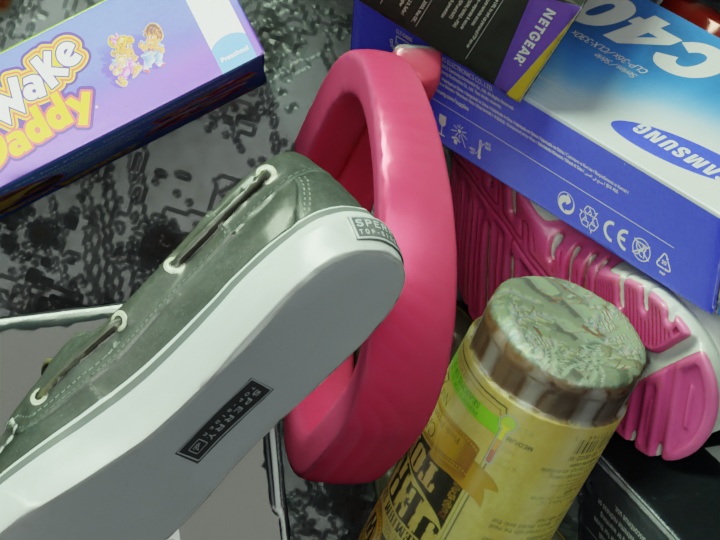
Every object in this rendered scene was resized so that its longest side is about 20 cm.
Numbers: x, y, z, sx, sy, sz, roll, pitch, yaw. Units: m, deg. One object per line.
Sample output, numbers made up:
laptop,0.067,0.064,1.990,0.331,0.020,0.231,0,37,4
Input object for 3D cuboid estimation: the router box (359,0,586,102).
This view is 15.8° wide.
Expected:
router box,0.034,-0.170,0.976,0.157,0.200,0.052,32,130,-2

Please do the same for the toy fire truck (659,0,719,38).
toy fire truck,0.200,-0.098,0.985,0.200,0.168,0.112,35,88,-1

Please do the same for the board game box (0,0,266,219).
board game box,-0.134,-0.052,0.992,0.199,0.134,0.045,-27,91,-2

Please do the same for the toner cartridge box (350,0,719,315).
toner cartridge box,0.094,-0.060,0.968,0.095,0.200,0.043,-24,133,-34

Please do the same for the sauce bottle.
sauce bottle,0.036,0.095,0.952,0.065,0.065,0.200,25,120,-1

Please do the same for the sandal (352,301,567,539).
sandal,0.044,0.105,1.023,0.081,0.055,0.201,-18,89,22

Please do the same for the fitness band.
fitness band,0.000,0.000,0.949,0.037,0.200,0.144,5,71,-10

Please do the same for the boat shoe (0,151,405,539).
boat shoe,-0.073,0.043,0.836,0.200,0.069,0.057,-41,57,5

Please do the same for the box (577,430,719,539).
box,0.164,0.161,0.967,0.147,0.104,0.201,-9,113,-16

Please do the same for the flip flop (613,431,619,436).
flip flop,0.139,0.095,1.038,0.081,0.058,0.201,19,105,30

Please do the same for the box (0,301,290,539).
box,-0.083,0.111,0.960,0.123,0.197,0.201,-6,90,-1

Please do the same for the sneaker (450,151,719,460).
sneaker,0.103,-0.002,0.994,0.088,0.200,0.082,-14,128,-27
